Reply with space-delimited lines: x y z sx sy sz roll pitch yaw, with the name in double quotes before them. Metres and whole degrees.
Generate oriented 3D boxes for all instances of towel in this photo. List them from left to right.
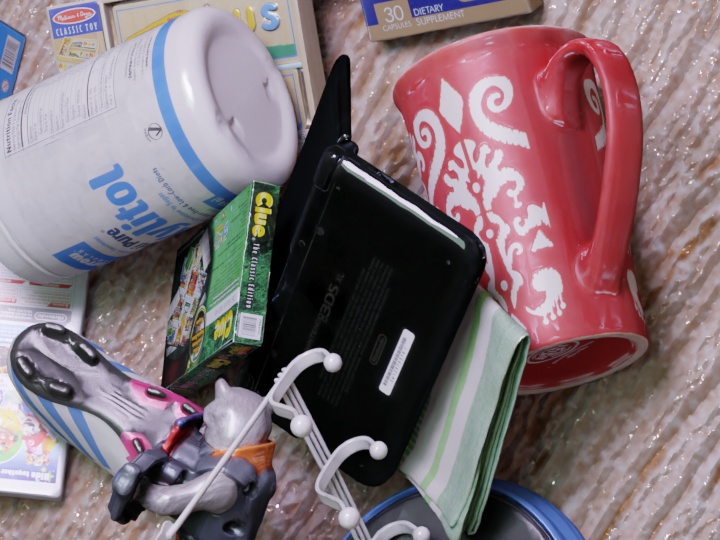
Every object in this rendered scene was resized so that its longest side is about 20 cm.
"towel" 0.031 0.055 1.583 0.200 0.023 0.154 46 131 47

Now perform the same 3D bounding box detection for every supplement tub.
"supplement tub" -0.154 -0.082 1.695 0.199 0.132 0.133 -23 65 27

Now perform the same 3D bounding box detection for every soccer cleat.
"soccer cleat" -0.154 0.107 1.713 0.200 0.086 0.070 38 71 9

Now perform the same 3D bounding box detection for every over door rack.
"over door rack" -0.041 0.162 1.488 0.066 0.148 0.200 -3 32 43

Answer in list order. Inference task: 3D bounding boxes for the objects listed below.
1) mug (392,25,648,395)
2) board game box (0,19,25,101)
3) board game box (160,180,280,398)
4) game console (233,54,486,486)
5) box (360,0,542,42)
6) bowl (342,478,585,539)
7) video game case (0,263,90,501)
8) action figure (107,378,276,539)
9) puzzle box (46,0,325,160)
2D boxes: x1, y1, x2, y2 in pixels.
"mug" 0.105 -0.041 1.566 0.132 0.178 0.202 -10 72 -6
"board game box" -0.364 -0.096 1.884 0.194 0.056 0.202 6 78 28
"board game box" -0.094 0.016 1.652 0.023 0.200 0.106 12 75 -15
"game console" 0.000 0.000 1.592 0.175 0.116 0.201 33 126 16
"box" 0.040 -0.260 1.682 0.120 0.032 0.202 -8 104 25
"bowl" 0.058 0.225 1.578 0.199 0.039 0.202 -9 70 25
"video game case" -0.267 0.054 1.773 0.142 0.018 0.202 6 75 -2
"action figure" -0.086 0.161 1.574 0.104 0.200 0.195 16 105 15
"puzzle box" -0.118 -0.133 1.755 0.198 0.025 0.134 -7 97 25
